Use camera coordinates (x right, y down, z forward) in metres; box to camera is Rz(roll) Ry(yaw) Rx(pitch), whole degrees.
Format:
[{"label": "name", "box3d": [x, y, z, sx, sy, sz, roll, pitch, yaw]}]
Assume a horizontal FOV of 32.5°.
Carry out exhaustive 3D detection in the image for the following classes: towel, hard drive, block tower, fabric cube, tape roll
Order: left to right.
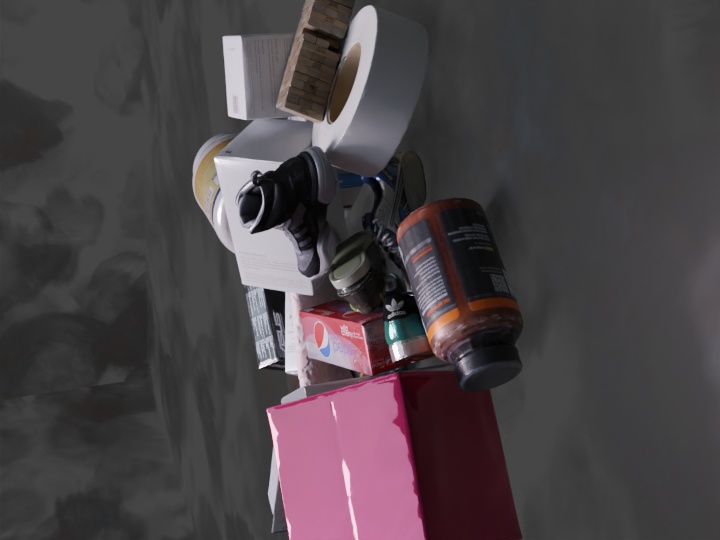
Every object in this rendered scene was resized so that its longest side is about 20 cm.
[{"label": "block tower", "box3d": [-0.054, -0.288, 1.569, 0.058, 0.054, 0.201, 172, 115, -72]}, {"label": "towel", "box3d": [-0.040, 0.089, 1.784, 0.032, 0.191, 0.201, -7, 89, 28]}, {"label": "tape roll", "box3d": [0.010, -0.219, 1.515, 0.202, 0.071, 0.203, -163, 90, -73]}, {"label": "hard drive", "box3d": [0.011, 0.151, 1.559, 0.132, 0.199, 0.027, 140, 121, -69]}, {"label": "fabric cube", "box3d": [0.037, 0.231, 1.403, 0.200, 0.196, 0.200, -19, 77, 35]}]

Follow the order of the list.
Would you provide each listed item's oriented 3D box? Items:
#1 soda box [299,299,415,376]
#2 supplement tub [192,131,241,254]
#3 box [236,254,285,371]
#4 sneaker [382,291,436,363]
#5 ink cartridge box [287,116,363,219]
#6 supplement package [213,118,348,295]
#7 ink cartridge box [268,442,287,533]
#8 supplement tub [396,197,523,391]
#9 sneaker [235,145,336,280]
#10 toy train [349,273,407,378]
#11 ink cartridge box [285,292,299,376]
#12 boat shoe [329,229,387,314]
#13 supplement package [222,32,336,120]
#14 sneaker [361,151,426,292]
[{"label": "soda box", "box3d": [-0.008, 0.084, 1.583, 0.200, 0.063, 0.070, 6, 109, 65]}, {"label": "supplement tub", "box3d": [-0.166, -0.116, 1.819, 0.200, 0.144, 0.145, -129, 36, -57]}, {"label": "box", "box3d": [-0.100, 0.058, 1.908, 0.047, 0.193, 0.201, -23, 69, 29]}, {"label": "sneaker", "box3d": [0.073, 0.063, 1.447, 0.200, 0.071, 0.080, 16, -122, -75]}, {"label": "ink cartridge box", "box3d": [-0.060, -0.161, 1.846, 0.200, 0.084, 0.145, 119, 140, -62]}, {"label": "supplement package", "box3d": [-0.101, -0.086, 1.643, 0.117, 0.117, 0.201, 8, 127, 26]}, {"label": "ink cartridge box", "box3d": [-0.030, 0.281, 1.743, 0.043, 0.196, 0.200, -112, 24, -43]}, {"label": "supplement tub", "box3d": [0.113, 0.028, 1.350, 0.107, 0.107, 0.201, 112, 146, -57]}, {"label": "sneaker", "box3d": [-0.093, -0.060, 1.506, 0.200, 0.113, 0.076, 94, 154, -45]}, {"label": "toy train", "box3d": [0.028, 0.090, 1.693, 0.114, 0.085, 0.200, 59, 152, 25]}, {"label": "ink cartridge box", "box3d": [-0.053, 0.064, 1.846, 0.160, 0.047, 0.201, 21, -113, -60]}, {"label": "boat shoe", "box3d": [0.000, 0.000, 1.596, 0.061, 0.072, 0.201, 56, -167, -14]}, {"label": "supplement package", "box3d": [-0.073, -0.264, 1.656, 0.114, 0.199, 0.110, -151, 56, -70]}, {"label": "sneaker", "box3d": [0.043, -0.049, 1.571, 0.077, 0.085, 0.201, 140, 120, -69]}]
